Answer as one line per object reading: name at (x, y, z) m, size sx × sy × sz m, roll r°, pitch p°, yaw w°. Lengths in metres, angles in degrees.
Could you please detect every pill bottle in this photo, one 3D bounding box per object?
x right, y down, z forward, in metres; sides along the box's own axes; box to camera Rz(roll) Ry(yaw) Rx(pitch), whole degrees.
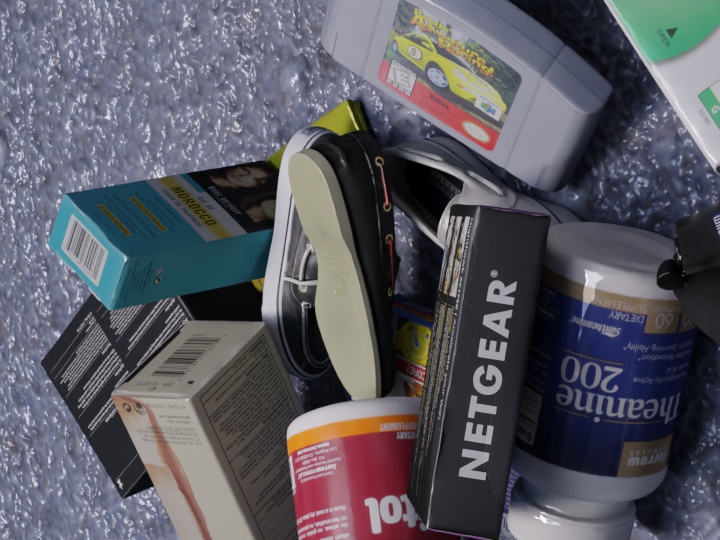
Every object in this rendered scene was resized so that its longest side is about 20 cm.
pill bottle at (0.151, 0.079, 1.362) m, size 0.111 × 0.110 × 0.202 m, roll 27°, pitch 115°, yaw 43°
pill bottle at (0.015, 0.195, 1.459) m, size 0.113 × 0.112 × 0.202 m, roll -24°, pitch 69°, yaw 47°

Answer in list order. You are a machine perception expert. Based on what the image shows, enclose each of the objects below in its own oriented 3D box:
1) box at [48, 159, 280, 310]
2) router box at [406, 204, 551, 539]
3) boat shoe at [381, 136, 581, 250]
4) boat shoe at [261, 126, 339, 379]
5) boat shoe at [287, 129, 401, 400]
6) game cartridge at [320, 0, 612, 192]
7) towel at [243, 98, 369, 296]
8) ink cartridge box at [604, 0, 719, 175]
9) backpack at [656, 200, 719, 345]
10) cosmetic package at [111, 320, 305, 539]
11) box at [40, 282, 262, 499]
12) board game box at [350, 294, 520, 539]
box at (-0.126, -0.029, 1.574) m, size 0.082 × 0.199 × 0.049 m, roll 43°, pitch 126°, yaw 29°
router box at (0.072, 0.060, 1.343) m, size 0.149 × 0.051 × 0.202 m, roll -147°, pitch 66°, yaw -86°
boat shoe at (0.081, -0.029, 1.462) m, size 0.200 × 0.065 × 0.074 m, roll 34°, pitch 119°, yaw 41°
boat shoe at (-0.022, -0.004, 1.575) m, size 0.068 × 0.073 × 0.201 m, roll 27°, pitch 117°, yaw 41°
boat shoe at (0.002, 0.001, 1.500) m, size 0.073 × 0.063 × 0.203 m, roll 20°, pitch 127°, yaw 52°
game cartridge at (0.065, -0.139, 1.389) m, size 0.199 × 0.041 × 0.133 m, roll 33°, pitch 151°, yaw 8°
towel at (-0.049, -0.052, 1.648) m, size 0.200 × 0.018 × 0.087 m, roll -34°, pitch 75°, yaw 45°
ink cartridge box at (0.244, -0.173, 1.197) m, size 0.199 × 0.050 × 0.162 m, roll -36°, pitch 70°, yaw 15°
backpack at (0.284, -0.020, 1.188) m, size 0.167 × 0.126 × 0.201 m, roll 45°, pitch 126°, yaw 21°
cosmetic package at (-0.092, 0.147, 1.591) m, size 0.087 × 0.103 × 0.201 m, roll 0°, pitch 121°, yaw 40°
box at (-0.161, 0.071, 1.729) m, size 0.142 × 0.079 × 0.200 m, roll 58°, pitch 135°, yaw 17°
board game box at (0.069, 0.110, 1.518) m, size 0.199 × 0.034 × 0.136 m, roll 25°, pitch 113°, yaw 45°
